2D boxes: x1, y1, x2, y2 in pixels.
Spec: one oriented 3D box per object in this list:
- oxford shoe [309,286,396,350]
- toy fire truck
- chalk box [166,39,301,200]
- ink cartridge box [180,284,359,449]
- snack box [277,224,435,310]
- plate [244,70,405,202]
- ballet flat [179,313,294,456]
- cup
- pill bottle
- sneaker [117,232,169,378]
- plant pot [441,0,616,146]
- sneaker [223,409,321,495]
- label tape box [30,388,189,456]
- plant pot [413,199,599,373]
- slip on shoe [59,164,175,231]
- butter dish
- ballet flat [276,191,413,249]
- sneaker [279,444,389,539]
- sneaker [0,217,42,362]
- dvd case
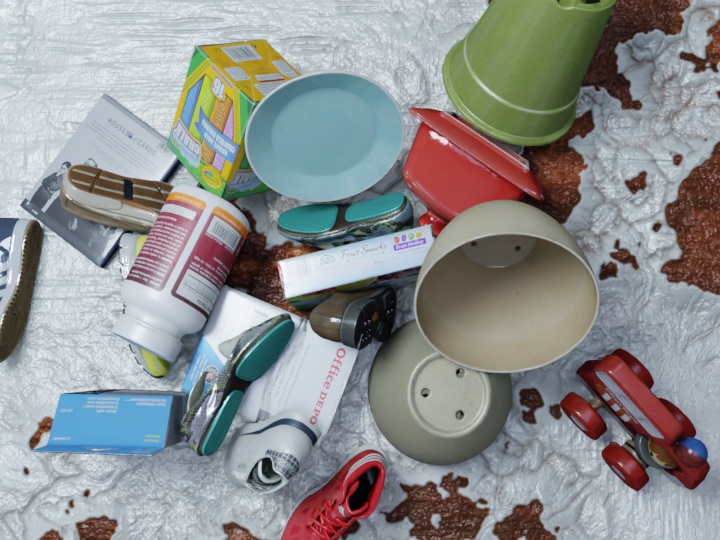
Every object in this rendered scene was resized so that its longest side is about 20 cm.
[{"bbox_3d":[-0.006,0.052,0.904,0.083,0.200,0.074,9,91,21],"label":"oxford shoe"},{"bbox_3d":[0.351,0.190,0.884,0.112,0.168,0.201,-40,84,-3],"label":"toy fire truck"},{"bbox_3d":[-0.162,-0.178,0.936,0.124,0.124,0.201,44,131,19],"label":"chalk box"},{"bbox_3d":[-0.113,0.127,0.947,0.197,0.084,0.147,22,84,4],"label":"ink cartridge box"},{"bbox_3d":[0.000,0.000,0.929,0.196,0.142,0.054,-13,82,1],"label":"snack box"},{"bbox_3d":[-0.043,-0.164,0.872,0.197,0.202,0.026,-13,51,0],"label":"plate"},{"bbox_3d":[-0.160,0.127,0.875,0.071,0.072,0.202,33,85,5],"label":"ballet flat"},{"bbox_3d":[0.107,0.154,0.908,0.196,0.143,0.204,0,83,1],"label":"cup"},{"bbox_3d":[-0.228,0.004,0.896,0.111,0.113,0.202,23,75,4],"label":"pill bottle"},{"bbox_3d":[-0.272,0.043,0.967,0.089,0.078,0.204,-8,85,-6],"label":"sneaker"},{"bbox_3d":[0.225,-0.297,0.900,0.196,0.191,0.203,6,60,-11],"label":"plant pot"},{"bbox_3d":[-0.127,0.241,0.887,0.076,0.200,0.081,34,48,-13],"label":"sneaker"},{"bbox_3d":[-0.292,0.184,0.886,0.141,0.200,0.065,1,83,2],"label":"label tape box"},{"bbox_3d":[0.160,-0.002,0.815,0.196,0.203,0.136,5,40,2],"label":"plant pot"},{"bbox_3d":[-0.306,-0.082,0.970,0.197,0.061,0.077,14,44,-29],"label":"slip on shoe"},{"bbox_3d":[0.128,-0.112,0.937,0.199,0.199,0.149,34,108,4],"label":"butter dish"},{"bbox_3d":[-0.020,-0.056,0.970,0.197,0.074,0.076,-4,82,25],"label":"ballet flat"},{"bbox_3d":[-0.041,0.309,0.907,0.078,0.116,0.201,36,85,5],"label":"sneaker"},{"bbox_3d":[-0.514,0.022,0.976,0.106,0.070,0.204,8,77,-2],"label":"sneaker"},{"bbox_3d":[-0.365,-0.129,1.015,0.149,0.025,0.201,35,85,5],"label":"dvd case"}]
